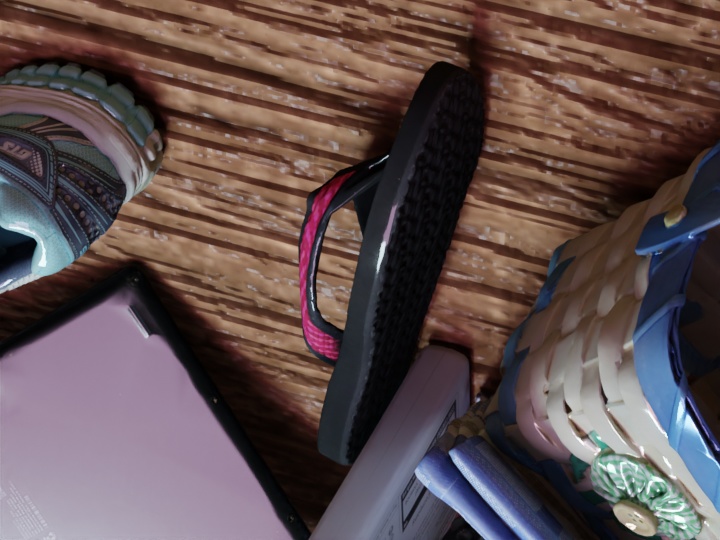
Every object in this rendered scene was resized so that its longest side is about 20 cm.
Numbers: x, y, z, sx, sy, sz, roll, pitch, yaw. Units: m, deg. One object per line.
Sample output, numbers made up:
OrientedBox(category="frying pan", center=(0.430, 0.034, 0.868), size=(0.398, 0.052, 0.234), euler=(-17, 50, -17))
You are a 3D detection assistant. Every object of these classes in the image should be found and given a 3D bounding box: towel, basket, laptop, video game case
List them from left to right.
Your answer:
OrientedBox(category="laptop", center=(-0.118, 0.108, 1.035), size=(0.199, 0.116, 0.188), euler=(-30, 101, 14))
OrientedBox(category="video game case", center=(-0.005, 0.158, 0.920), size=(0.023, 0.200, 0.183), euler=(17, 140, 19))
OrientedBox(category="towel", center=(0.081, 0.105, 0.831), size=(0.024, 0.200, 0.147), euler=(-44, 86, 6))
OrientedBox(category="basket", center=(0.156, 0.038, 0.753), size=(0.176, 0.139, 0.200), euler=(44, 135, -20))

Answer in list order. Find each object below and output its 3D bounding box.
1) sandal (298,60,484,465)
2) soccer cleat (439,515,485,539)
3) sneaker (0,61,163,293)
OrientedBox(category="sandal", center=(0.000, 0.000, 0.851), size=(0.045, 0.075, 0.200), euler=(30, 144, 12))
OrientedBox(category="soccer cleat", center=(0.069, 0.149, 0.846), size=(0.073, 0.200, 0.068), euler=(34, 102, -16))
OrientedBox(category="sneaker", center=(-0.172, -0.022, 0.902), size=(0.199, 0.087, 0.078), euler=(-14, 126, 37))
